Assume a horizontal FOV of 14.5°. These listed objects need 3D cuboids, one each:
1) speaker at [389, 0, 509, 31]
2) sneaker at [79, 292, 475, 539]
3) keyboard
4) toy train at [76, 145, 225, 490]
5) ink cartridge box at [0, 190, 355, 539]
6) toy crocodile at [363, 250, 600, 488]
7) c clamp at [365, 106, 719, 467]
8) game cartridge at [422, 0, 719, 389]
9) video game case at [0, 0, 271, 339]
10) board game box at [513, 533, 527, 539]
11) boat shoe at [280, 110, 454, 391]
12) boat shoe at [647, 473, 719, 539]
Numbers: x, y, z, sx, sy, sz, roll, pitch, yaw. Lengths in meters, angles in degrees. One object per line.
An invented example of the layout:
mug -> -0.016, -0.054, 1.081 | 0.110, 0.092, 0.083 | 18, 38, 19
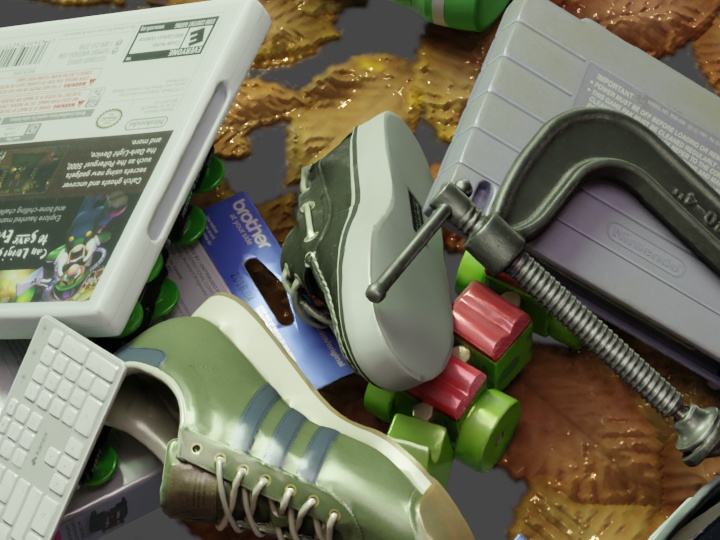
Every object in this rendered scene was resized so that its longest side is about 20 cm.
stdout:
speaker -> -0.014, -0.193, 1.431 | 0.200, 0.089, 0.089 | 25, 63, 15
sneaker -> -0.043, 0.091, 1.199 | 0.090, 0.067, 0.200 | -22, 48, -31
keyboard -> -0.158, 0.120, 1.225 | 0.056, 0.011, 0.200 | 30, 99, 43
toy train -> -0.116, 0.011, 1.298 | 0.056, 0.042, 0.200 | 8, 59, 19
ink cartridge box -> -0.114, 0.054, 1.314 | 0.200, 0.042, 0.119 | -28, 62, -11
toy crocodile -> 0.061, 0.028, 1.312 | 0.067, 0.062, 0.200 | 29, 64, 17
c clamp -> 0.115, 0.014, 1.262 | 0.200, 0.027, 0.171 | 38, 55, -6
game cartridge -> 0.136, -0.032, 1.319 | 0.200, 0.038, 0.130 | 30, 57, -12
video game case -> -0.151, -0.045, 1.326 | 0.200, 0.023, 0.182 | -2, 52, 40
board game box -> 0.052, 0.229, 1.174 | 0.135, 0.034, 0.200 | 41, 77, 7
boat shoe -> 0.000, 0.000, 1.298 | 0.064, 0.071, 0.200 | -27, 25, 16
boat shoe -> 0.199, 0.106, 1.262 | 0.200, 0.062, 0.073 | -31, 64, -16
